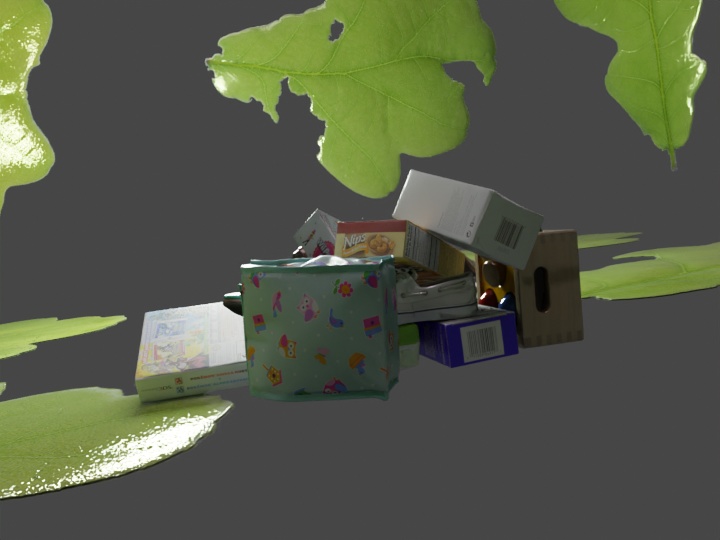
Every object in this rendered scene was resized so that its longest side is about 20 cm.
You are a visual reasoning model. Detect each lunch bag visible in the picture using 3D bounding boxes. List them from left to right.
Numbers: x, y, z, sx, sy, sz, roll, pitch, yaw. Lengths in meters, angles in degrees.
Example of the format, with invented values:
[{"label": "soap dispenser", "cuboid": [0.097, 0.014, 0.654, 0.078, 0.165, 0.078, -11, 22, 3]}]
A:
[{"label": "lunch bag", "cuboid": [-0.055, 0.070, 0.963, 0.195, 0.175, 0.122, -3, 6, 15]}]

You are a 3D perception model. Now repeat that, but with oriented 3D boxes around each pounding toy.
[{"label": "pounding toy", "cuboid": [0.224, 0.002, 1.178, 0.139, 0.206, 0.184, -6, 4, -14]}]

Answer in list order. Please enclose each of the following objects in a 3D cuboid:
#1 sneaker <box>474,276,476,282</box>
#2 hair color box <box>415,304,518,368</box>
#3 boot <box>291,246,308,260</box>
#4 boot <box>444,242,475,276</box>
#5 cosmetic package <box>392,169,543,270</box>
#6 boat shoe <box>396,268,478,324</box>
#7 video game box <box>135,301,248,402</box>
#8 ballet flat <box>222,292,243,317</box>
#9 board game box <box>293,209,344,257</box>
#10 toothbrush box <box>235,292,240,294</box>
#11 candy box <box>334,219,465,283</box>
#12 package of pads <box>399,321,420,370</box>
[{"label": "sneaker", "cuboid": [0.197, 0.029, 1.317, 0.195, 0.074, 0.113, -14, 44, -3]}, {"label": "hair color box", "cuboid": [0.140, 0.089, 1.145, 0.107, 0.067, 0.200, -9, 3, -15]}, {"label": "boot", "cuboid": [-0.107, 0.062, 1.192, 0.095, 0.204, 0.075, -16, 36, -13]}, {"label": "boot", "cuboid": [0.211, 0.005, 1.627, 0.197, 0.073, 0.155, 31, 3, 0]}, {"label": "cosmetic package", "cuboid": [0.147, -0.075, 1.097, 0.111, 0.083, 0.199, 21, 5, -34]}, {"label": "boat shoe", "cuboid": [0.065, 0.033, 1.068, 0.194, 0.072, 0.071, -5, 9, -4]}, {"label": "video game box", "cuboid": [-0.234, 0.112, 1.153, 0.177, 0.048, 0.201, -5, 25, -9]}, {"label": "ballet flat", "cuboid": [-0.090, 0.050, 1.069, 0.196, 0.070, 0.068, -11, 8, -24]}, {"label": "board game box", "cuboid": [0.000, 0.000, 1.247, 0.064, 0.149, 0.199, -43, -34, 14]}, {"label": "toothbrush box", "cuboid": [-0.144, 0.077, 1.508, 0.142, 0.089, 0.200, 2, 5, 13]}, {"label": "candy box", "cuboid": [0.062, -0.021, 1.129, 0.113, 0.057, 0.199, 0, -12, 32]}, {"label": "package of pads", "cuboid": [-0.025, 0.109, 1.116, 0.195, 0.070, 0.154, -7, 6, -11]}]
